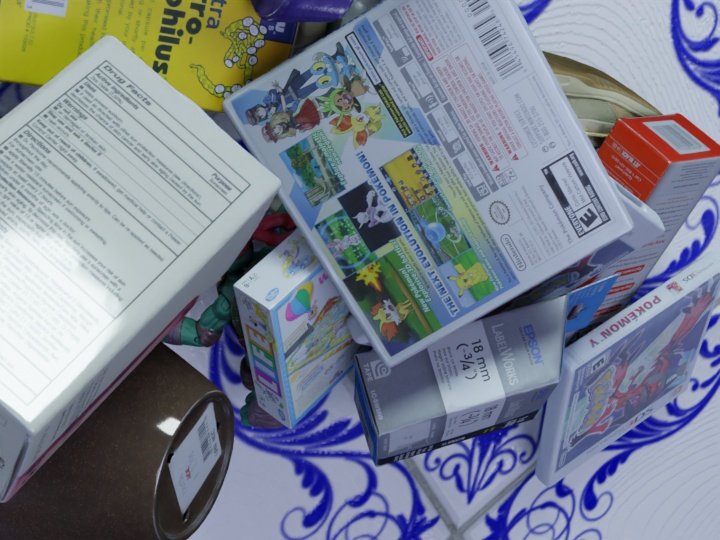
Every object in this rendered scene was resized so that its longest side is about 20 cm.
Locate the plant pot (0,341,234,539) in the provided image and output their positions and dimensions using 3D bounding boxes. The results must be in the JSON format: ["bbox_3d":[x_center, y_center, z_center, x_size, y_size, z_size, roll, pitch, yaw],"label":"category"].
[{"bbox_3d":[-0.184,0.089,0.751,0.187,0.199,0.188,14,90,-71],"label":"plant pot"}]

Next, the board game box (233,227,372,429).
[{"bbox_3d":[0.000,0.000,0.869,0.200,0.034,0.135,-43,149,-28],"label":"board game box"}]

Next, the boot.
[{"bbox_3d":[0.152,-0.089,1.003,0.199,0.073,0.156,5,116,-46],"label":"boot"}]

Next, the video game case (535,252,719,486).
[{"bbox_3d":[0.239,0.093,1.112,0.182,0.023,0.201,-31,147,-20],"label":"video game case"}]

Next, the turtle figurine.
[{"bbox_3d":[-0.081,0.019,0.896,0.149,0.101,0.201,-35,132,-12],"label":"turtle figurine"}]

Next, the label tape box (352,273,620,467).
[{"bbox_3d":[0.097,0.079,0.920,0.198,0.064,0.144,-16,163,-5],"label":"label tape box"}]

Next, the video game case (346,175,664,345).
[{"bbox_3d":[0.110,0.003,0.891,0.199,0.023,0.182,-33,159,19],"label":"video game case"}]

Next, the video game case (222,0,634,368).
[{"bbox_3d":[0.044,-0.065,0.762,0.181,0.022,0.201,-30,107,8],"label":"video game case"}]

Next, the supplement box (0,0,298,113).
[{"bbox_3d":[-0.147,-0.168,0.754,0.199,0.109,0.110,4,110,-33],"label":"supplement box"}]

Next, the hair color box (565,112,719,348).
[{"bbox_3d":[0.205,-0.029,1.017,0.101,0.061,0.201,-10,137,-47],"label":"hair color box"}]

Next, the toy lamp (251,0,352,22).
[{"bbox_3d":[-0.092,-0.177,0.681,0.199,0.058,0.059,8,108,-33],"label":"toy lamp"}]

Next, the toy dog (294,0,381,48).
[{"bbox_3d":[0.009,-0.126,0.879,0.132,0.096,0.201,-39,127,-10],"label":"toy dog"}]

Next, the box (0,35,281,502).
[{"bbox_3d":[-0.158,-0.003,0.649,0.128,0.109,0.200,40,54,1],"label":"box"}]
